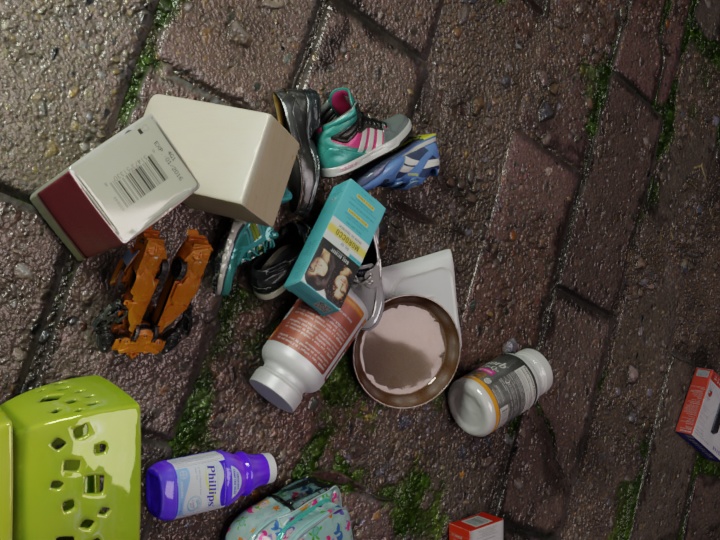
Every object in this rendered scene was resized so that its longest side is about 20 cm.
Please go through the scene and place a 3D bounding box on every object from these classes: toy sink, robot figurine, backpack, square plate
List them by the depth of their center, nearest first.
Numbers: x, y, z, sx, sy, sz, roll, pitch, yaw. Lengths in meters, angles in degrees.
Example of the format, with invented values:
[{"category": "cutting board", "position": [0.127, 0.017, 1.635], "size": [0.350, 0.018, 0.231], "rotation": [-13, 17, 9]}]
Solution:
[{"category": "robot figurine", "position": [-0.283, 0.035, 1.166], "size": [0.144, 0.058, 0.201], "rotation": [7, 123, -40]}, {"category": "toy sink", "position": [-0.207, -0.154, 1.209], "size": [0.112, 0.198, 0.132], "rotation": [39, 66, -66]}, {"category": "backpack", "position": [-0.107, 0.440, 1.335], "size": [0.199, 0.150, 0.179], "rotation": [-16, 104, -32]}, {"category": "square plate", "position": [0.112, 0.078, 1.556], "size": [0.197, 0.028, 0.202], "rotation": [-15, 103, -38]}]

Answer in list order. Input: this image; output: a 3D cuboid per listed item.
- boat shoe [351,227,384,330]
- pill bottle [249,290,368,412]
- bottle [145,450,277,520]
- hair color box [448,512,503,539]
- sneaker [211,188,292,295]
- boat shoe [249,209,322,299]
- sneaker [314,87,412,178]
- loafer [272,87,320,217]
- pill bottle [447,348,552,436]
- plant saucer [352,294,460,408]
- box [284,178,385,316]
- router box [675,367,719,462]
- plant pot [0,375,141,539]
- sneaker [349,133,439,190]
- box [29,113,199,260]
[{"category": "boat shoe", "position": [0.000, 0.000, 1.421], "size": [0.065, 0.073, 0.202], "rotation": [4, 81, -82]}, {"category": "pill bottle", "position": [-0.083, 0.117, 1.345], "size": [0.112, 0.112, 0.201], "rotation": [50, 64, -30]}, {"category": "bottle", "position": [-0.219, 0.313, 1.279], "size": [0.199, 0.065, 0.084], "rotation": [-2, 94, -39]}, {"category": "hair color box", "position": [0.226, 0.586, 1.667], "size": [0.101, 0.061, 0.202], "rotation": [-3, 94, -39]}, {"category": "sneaker", "position": [-0.164, -0.051, 1.276], "size": [0.079, 0.077, 0.201], "rotation": [28, 76, -15]}, {"category": "boat shoe", "position": [-0.101, -0.044, 1.340], "size": [0.199, 0.074, 0.066], "rotation": [-42, 136, -19]}, {"category": "sneaker", "position": [-0.002, -0.247, 1.407], "size": [0.199, 0.083, 0.122], "rotation": [-34, 123, -31]}, {"category": "loafer", "position": [-0.106, -0.185, 1.336], "size": [0.072, 0.073, 0.202], "rotation": [2, 83, -30]}, {"category": "pill bottle", "position": [0.271, 0.228, 1.642], "size": [0.199, 0.116, 0.118], "rotation": [-22, 107, -37]}, {"category": "plant saucer", "position": [0.078, 0.139, 1.493], "size": [0.198, 0.034, 0.202], "rotation": [-2, 99, -15]}, {"category": "box", "position": [-0.036, -0.037, 1.315], "size": [0.082, 0.049, 0.201], "rotation": [38, 58, -24]}, {"category": "router box", "position": [0.905, 0.376, 2.214], "size": [0.200, 0.049, 0.181], "rotation": [36, 71, -35]}, {"category": "plant pot", "position": [-0.387, 0.248, 1.059], "size": [0.180, 0.199, 0.201], "rotation": [0, 94, -33]}, {"category": "sneaker", "position": [0.068, -0.170, 1.473], "size": [0.199, 0.074, 0.083], "rotation": [-30, 114, -33]}, {"category": "box", "position": [-0.312, -0.099, 1.076], "size": [0.128, 0.199, 0.109], "rotation": [-43, 108, -29]}]
